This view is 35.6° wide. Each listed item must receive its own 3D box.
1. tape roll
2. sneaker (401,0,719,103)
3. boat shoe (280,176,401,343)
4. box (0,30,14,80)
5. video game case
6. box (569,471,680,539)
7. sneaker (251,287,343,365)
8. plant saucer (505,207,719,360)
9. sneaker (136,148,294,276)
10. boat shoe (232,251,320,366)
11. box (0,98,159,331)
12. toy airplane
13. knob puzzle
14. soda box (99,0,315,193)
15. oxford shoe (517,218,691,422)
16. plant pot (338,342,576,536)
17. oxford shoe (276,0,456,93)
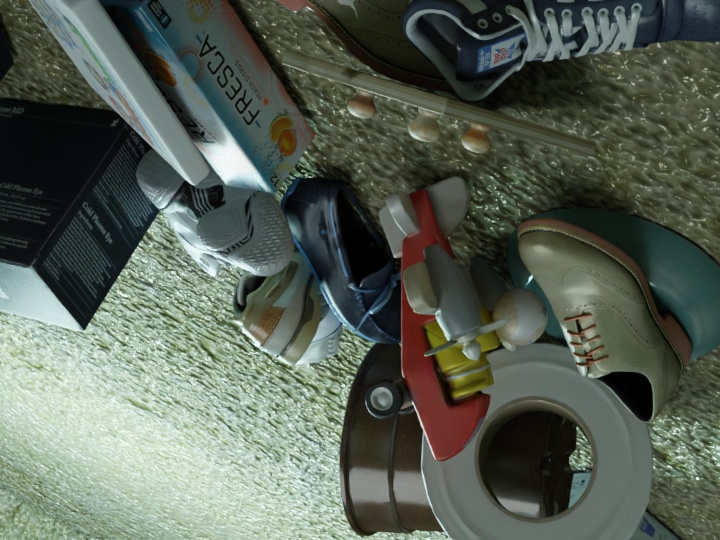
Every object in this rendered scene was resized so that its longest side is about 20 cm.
[{"bbox_3d":[0.154,0.168,0.982,0.200,0.204,0.071,17,170,17],"label":"tape roll"},{"bbox_3d":[0.120,-0.144,0.647,0.198,0.109,0.070,18,151,16],"label":"sneaker"},{"bbox_3d":[0.000,0.000,1.017,0.068,0.085,0.200,-3,141,38],"label":"boat shoe"},{"bbox_3d":[-0.407,-0.173,0.955,0.103,0.201,0.149,20,150,13],"label":"box"},{"bbox_3d":[-0.209,-0.174,0.873,0.182,0.024,0.201,42,169,36],"label":"video game case"},{"bbox_3d":[0.259,0.335,1.317,0.200,0.106,0.183,41,149,-22],"label":"box"},{"bbox_3d":[-0.047,0.057,1.175,0.070,0.074,0.200,26,162,-18],"label":"sneaker"},{"bbox_3d":[0.209,0.027,0.929,0.198,0.036,0.201,21,151,12],"label":"plant saucer"},{"bbox_3d":[-0.119,-0.038,1.034,0.199,0.075,0.115,35,165,35],"label":"sneaker"},{"bbox_3d":[-0.081,0.019,1.050,0.068,0.075,0.200,30,-170,-14],"label":"boat shoe"},{"bbox_3d":[-0.315,-0.059,1.082,0.198,0.183,0.104,11,149,28],"label":"box"},{"bbox_3d":[0.081,0.023,0.899,0.139,0.201,0.201,0,131,18],"label":"toy airplane"},{"bbox_3d":[0.030,-0.109,0.752,0.217,0.031,0.220,16,-170,-3],"label":"knob puzzle"},{"bbox_3d":[-0.117,-0.152,0.874,0.063,0.069,0.201,13,149,41],"label":"soda box"},{"bbox_3d":[0.184,0.039,0.854,0.200,0.074,0.070,41,148,-24],"label":"oxford shoe"},{"bbox_3d":[0.106,0.180,1.120,0.196,0.202,0.201,5,146,22],"label":"plant pot"},{"bbox_3d":[0.014,-0.182,0.720,0.198,0.071,0.075,27,145,-3],"label":"oxford shoe"}]
